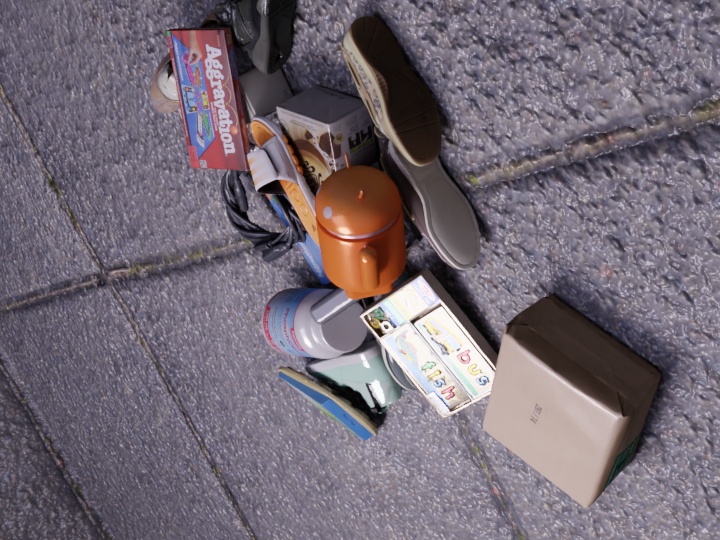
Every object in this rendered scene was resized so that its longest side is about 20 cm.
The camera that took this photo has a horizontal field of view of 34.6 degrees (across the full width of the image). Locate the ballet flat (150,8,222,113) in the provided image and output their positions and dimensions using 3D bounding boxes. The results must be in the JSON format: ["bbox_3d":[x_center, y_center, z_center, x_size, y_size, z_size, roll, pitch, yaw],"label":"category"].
[{"bbox_3d":[-0.249,-0.301,1.674,0.068,0.067,0.200,37,115,-10],"label":"ballet flat"}]

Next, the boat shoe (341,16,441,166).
[{"bbox_3d":[0.039,-0.221,1.456,0.201,0.073,0.063,66,154,4],"label":"boat shoe"}]

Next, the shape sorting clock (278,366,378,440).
[{"bbox_3d":[-0.053,0.218,1.942,0.199,0.039,0.200,36,171,7],"label":"shape sorting clock"}]

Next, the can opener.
[{"bbox_3d":[0.000,0.000,1.637,0.200,0.053,0.067,-35,91,28],"label":"can opener"}]

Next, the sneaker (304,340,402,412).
[{"bbox_3d":[-0.012,0.184,1.875,0.200,0.074,0.119,-14,105,56],"label":"sneaker"}]

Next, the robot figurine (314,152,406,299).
[{"bbox_3d":[0.000,-0.054,1.504,0.116,0.144,0.201,18,140,23],"label":"robot figurine"}]

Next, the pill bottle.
[{"bbox_3d":[-0.070,0.082,1.809,0.200,0.108,0.109,-2,118,62],"label":"pill bottle"}]

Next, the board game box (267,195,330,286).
[{"bbox_3d":[-0.081,-0.076,1.772,0.201,0.019,0.103,58,147,-4],"label":"board game box"}]

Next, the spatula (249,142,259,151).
[{"bbox_3d":[-0.140,-0.176,1.692,0.199,0.021,0.057,17,126,-3],"label":"spatula"}]

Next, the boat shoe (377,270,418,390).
[{"bbox_3d":[0.073,0.093,1.686,0.062,0.073,0.201,17,127,49],"label":"boat shoe"}]

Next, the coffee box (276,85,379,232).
[{"bbox_3d":[-0.037,-0.142,1.609,0.113,0.080,0.201,25,136,42],"label":"coffee box"}]

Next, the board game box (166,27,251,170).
[{"bbox_3d":[-0.212,-0.240,1.627,0.102,0.019,0.201,5,115,29],"label":"board game box"}]

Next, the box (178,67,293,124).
[{"bbox_3d":[-0.189,-0.250,1.716,0.199,0.082,0.069,-8,111,54],"label":"box"}]

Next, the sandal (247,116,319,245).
[{"bbox_3d":[-0.111,-0.118,1.595,0.208,0.059,0.079,60,158,7],"label":"sandal"}]

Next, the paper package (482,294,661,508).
[{"bbox_3d":[0.265,0.167,1.468,0.190,0.103,0.201,37,143,27],"label":"paper package"}]

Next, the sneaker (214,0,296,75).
[{"bbox_3d":[-0.142,-0.365,1.553,0.114,0.076,0.200,39,150,14],"label":"sneaker"}]

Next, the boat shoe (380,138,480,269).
[{"bbox_3d":[0.089,-0.089,1.503,0.201,0.072,0.059,60,154,0],"label":"boat shoe"}]

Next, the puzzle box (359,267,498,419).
[{"bbox_3d":[0.106,0.106,1.629,0.133,0.025,0.200,-35,98,36],"label":"puzzle box"}]

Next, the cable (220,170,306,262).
[{"bbox_3d":[-0.145,-0.103,1.767,0.164,0.051,0.200,61,151,2],"label":"cable"}]

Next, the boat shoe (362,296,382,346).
[{"bbox_3d":[0.031,0.066,1.730,0.067,0.057,0.201,14,129,47],"label":"boat shoe"}]
